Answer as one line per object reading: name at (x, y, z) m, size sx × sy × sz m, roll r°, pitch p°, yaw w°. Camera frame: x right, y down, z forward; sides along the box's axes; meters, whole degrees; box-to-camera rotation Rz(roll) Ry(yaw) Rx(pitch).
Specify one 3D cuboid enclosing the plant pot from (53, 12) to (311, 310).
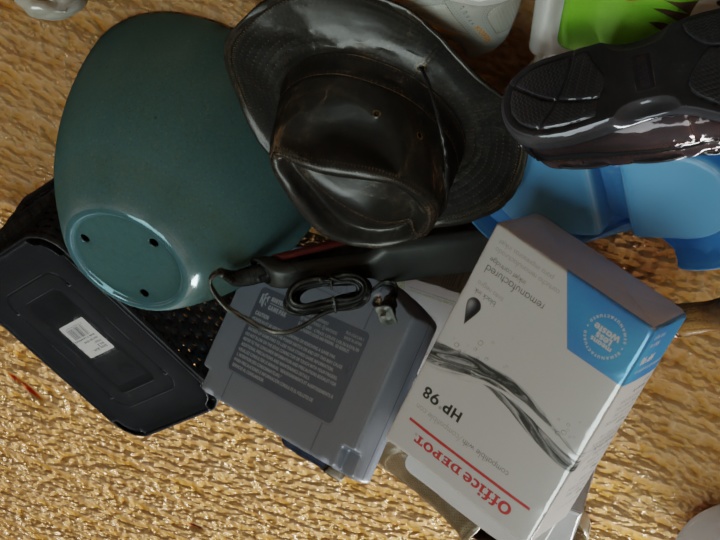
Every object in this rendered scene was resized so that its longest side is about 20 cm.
plant pot at (-0.131, -0.054, 0.961) m, size 0.197 × 0.136 × 0.202 m, roll 15°, pitch 139°, yaw 14°

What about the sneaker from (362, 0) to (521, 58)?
sneaker at (0.000, -0.174, 0.809) m, size 0.198 × 0.076 × 0.092 m, roll 21°, pitch 145°, yaw 9°

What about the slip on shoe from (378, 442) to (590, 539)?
slip on shoe at (0.094, 0.193, 1.158) m, size 0.198 × 0.061 × 0.076 m, roll 30°, pitch 141°, yaw -3°

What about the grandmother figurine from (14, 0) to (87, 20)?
grandmother figurine at (-0.183, -0.228, 0.867) m, size 0.122 × 0.060 × 0.201 m, roll 50°, pitch 146°, yaw 16°

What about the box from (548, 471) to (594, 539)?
box at (0.144, 0.163, 1.024) m, size 0.041 × 0.157 × 0.201 m, roll 18°, pitch 140°, yaw 9°

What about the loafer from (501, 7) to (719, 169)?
loafer at (0.178, -0.094, 0.764) m, size 0.197 × 0.073 × 0.063 m, roll -7°, pitch 152°, yaw 22°

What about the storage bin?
storage bin at (-0.195, 0.026, 1.114) m, size 0.134 × 0.094 × 0.200 m, roll -24°, pitch 120°, yaw 43°

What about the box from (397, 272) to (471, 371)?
box at (0.078, 0.074, 1.060) m, size 0.143 × 0.037 × 0.201 m, roll 18°, pitch 138°, yaw 12°

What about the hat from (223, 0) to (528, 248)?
hat at (-0.004, -0.067, 0.832) m, size 0.198 × 0.082 × 0.202 m, roll 17°, pitch 147°, yaw 12°

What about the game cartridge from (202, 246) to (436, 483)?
game cartridge at (-0.031, 0.055, 0.994) m, size 0.040 × 0.135 × 0.199 m, roll 22°, pitch 180°, yaw -39°

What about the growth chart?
growth chart at (0.188, -0.147, 0.760) m, size 0.197 × 0.018 × 0.146 m, roll 5°, pitch 137°, yaw 13°

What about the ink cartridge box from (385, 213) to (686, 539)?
ink cartridge box at (0.097, 0.082, 0.863) m, size 0.115 × 0.066 × 0.202 m, roll 34°, pitch 112°, yaw 20°

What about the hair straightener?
hair straightener at (0.000, 0.000, 0.914) m, size 0.197 × 0.077 × 0.041 m, roll -9°, pitch 131°, yaw -13°

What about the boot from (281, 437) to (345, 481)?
boot at (-0.045, 0.095, 1.062) m, size 0.074 × 0.098 × 0.199 m, roll 38°, pitch 164°, yaw -26°

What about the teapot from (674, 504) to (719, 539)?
teapot at (0.306, 0.282, 1.059) m, size 0.195 × 0.147 × 0.201 m, roll 19°, pitch 145°, yaw 17°

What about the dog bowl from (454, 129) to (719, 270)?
dog bowl at (0.157, -0.060, 0.861) m, size 0.197 × 0.050 × 0.112 m, roll 3°, pitch 135°, yaw 26°

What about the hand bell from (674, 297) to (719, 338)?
hand bell at (0.200, 0.030, 0.868) m, size 0.198 × 0.105 × 0.104 m, roll -12°, pitch 127°, yaw 45°
